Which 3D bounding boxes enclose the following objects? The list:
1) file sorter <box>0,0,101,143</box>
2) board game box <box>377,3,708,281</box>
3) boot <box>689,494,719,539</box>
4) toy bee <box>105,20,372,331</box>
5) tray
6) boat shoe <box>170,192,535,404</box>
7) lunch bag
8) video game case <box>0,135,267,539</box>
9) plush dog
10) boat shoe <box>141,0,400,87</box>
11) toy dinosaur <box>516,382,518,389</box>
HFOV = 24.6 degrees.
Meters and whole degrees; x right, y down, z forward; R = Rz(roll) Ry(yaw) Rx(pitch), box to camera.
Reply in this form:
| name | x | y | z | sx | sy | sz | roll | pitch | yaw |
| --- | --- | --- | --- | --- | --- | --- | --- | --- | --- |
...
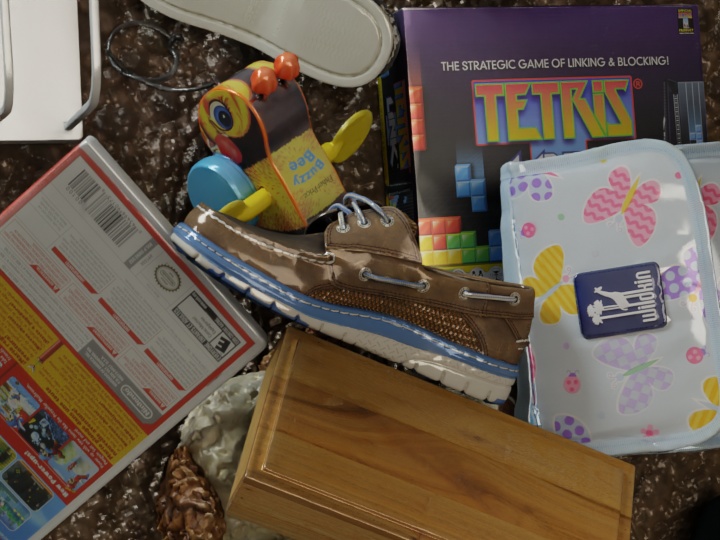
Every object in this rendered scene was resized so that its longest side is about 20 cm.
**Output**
| name | x | y | z | sx | sy | sz | roll | pitch | yaw |
| --- | --- | --- | --- | --- | --- | --- | --- | --- | --- |
| file sorter | -0.235 | -0.140 | 0.842 | 0.198 | 0.124 | 0.141 | -2 | 88 | -19 |
| board game box | 0.113 | -0.073 | 0.995 | 0.198 | 0.057 | 0.167 | -4 | 90 | -19 |
| boot | 0.166 | 0.226 | 0.986 | 0.166 | 0.076 | 0.203 | 6 | 91 | -22 |
| toy bee | -0.055 | -0.062 | 0.889 | 0.199 | 0.109 | 0.132 | 35 | 59 | -12 |
| tray | 0.040 | 0.108 | 0.828 | 0.198 | 0.037 | 0.099 | 22 | 45 | -7 |
| boat shoe | 0.000 | 0.000 | 0.850 | 0.198 | 0.072 | 0.073 | 23 | 92 | -21 |
| lunch bag | 0.176 | 0.017 | 0.918 | 0.198 | 0.127 | 0.172 | -3 | 84 | -19 |
| video game case | -0.168 | 0.048 | 0.869 | 0.200 | 0.017 | 0.143 | -40 | 101 | 8 |
| plush dog | -0.023 | 0.125 | 0.913 | 0.171 | 0.161 | 0.200 | 40 | 46 | 2 |
| boat shoe | -0.067 | -0.168 | 0.933 | 0.198 | 0.060 | 0.074 | 26 | 102 | 3 |
| toy dinosaur | 0.120 | 0.100 | 0.986 | 0.199 | 0.060 | 0.107 | -31 | 99 | -18 |
